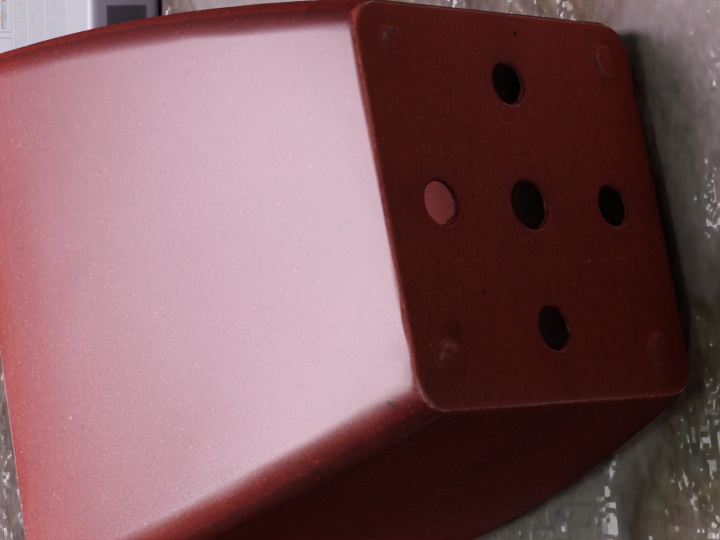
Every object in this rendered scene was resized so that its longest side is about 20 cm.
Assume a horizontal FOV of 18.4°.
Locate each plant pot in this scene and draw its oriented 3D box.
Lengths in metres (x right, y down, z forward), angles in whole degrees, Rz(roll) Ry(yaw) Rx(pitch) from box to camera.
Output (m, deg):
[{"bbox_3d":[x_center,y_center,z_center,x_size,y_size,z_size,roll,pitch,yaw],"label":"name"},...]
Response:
[{"bbox_3d":[0.000,0.000,0.792,0.176,0.199,0.201,-19,76,46],"label":"plant pot"}]

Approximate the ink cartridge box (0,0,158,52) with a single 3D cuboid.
[{"bbox_3d":[-0.163,-0.180,1.166,0.173,0.043,0.201,11,103,58],"label":"ink cartridge box"}]
